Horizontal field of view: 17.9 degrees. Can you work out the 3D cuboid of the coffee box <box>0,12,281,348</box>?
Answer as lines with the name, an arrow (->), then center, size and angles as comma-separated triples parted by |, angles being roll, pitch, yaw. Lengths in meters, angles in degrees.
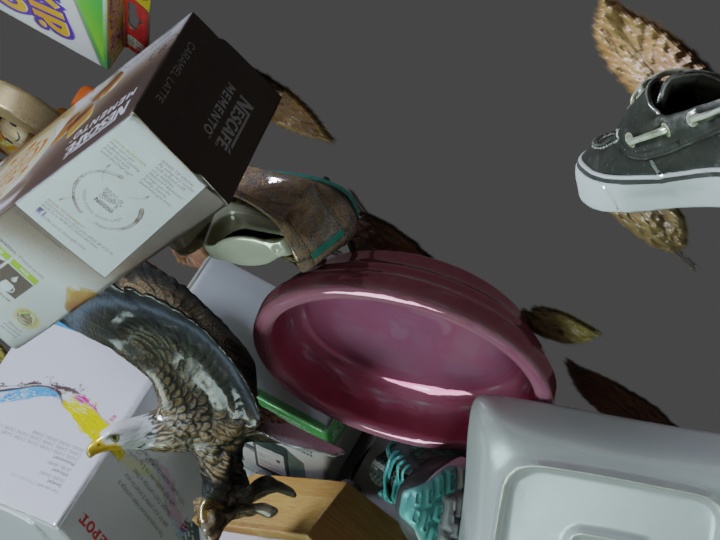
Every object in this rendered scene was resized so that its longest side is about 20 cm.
coffee box -> -0.154, -0.052, 1.373 | 0.200, 0.115, 0.080 | -32, 113, 36

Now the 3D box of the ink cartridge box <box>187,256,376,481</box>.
ink cartridge box -> -0.064, 0.092, 1.695 | 0.146, 0.084, 0.200 | 27, 158, 13

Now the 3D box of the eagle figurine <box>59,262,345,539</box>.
eagle figurine -> -0.119, 0.077, 1.514 | 0.151, 0.151, 0.201 | -10, 99, 43

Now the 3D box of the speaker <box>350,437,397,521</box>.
speaker -> 0.087, 0.189, 1.707 | 0.200, 0.081, 0.081 | 29, 157, 6

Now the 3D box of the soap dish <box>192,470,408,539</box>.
soap dish -> -0.007, 0.227, 1.690 | 0.200, 0.081, 0.157 | 40, 157, -27

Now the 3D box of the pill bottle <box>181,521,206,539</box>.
pill bottle -> -0.117, 0.206, 1.958 | 0.200, 0.114, 0.114 | 4, 145, 49

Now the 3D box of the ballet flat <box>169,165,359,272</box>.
ballet flat -> -0.090, -0.039, 1.472 | 0.200, 0.067, 0.068 | 12, 144, 45

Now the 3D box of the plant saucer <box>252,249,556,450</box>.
plant saucer -> 0.032, 0.048, 1.482 | 0.200, 0.051, 0.201 | 14, 150, 8

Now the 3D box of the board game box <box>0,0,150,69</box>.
board game box -> -0.217, -0.190, 1.389 | 0.200, 0.030, 0.096 | 27, 158, 6

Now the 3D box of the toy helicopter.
toy helicopter -> -0.237, -0.099, 1.546 | 0.132, 0.079, 0.200 | 32, 171, -17

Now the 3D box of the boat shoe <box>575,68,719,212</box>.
boat shoe -> 0.164, -0.068, 1.113 | 0.200, 0.071, 0.064 | 1, 111, 64

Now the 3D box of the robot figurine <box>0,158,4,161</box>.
robot figurine -> -0.265, -0.054, 1.654 | 0.200, 0.058, 0.145 | 36, -175, -9

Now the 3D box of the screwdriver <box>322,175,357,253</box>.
screwdriver -> 0.000, 0.000, 1.514 | 0.029, 0.028, 0.200 | 50, 169, 45

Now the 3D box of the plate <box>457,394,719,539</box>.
plate -> 0.159, 0.182, 1.480 | 0.199, 0.032, 0.200 | 10, 123, 7

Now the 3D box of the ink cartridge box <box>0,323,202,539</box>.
ink cartridge box -> -0.210, 0.138, 1.825 | 0.146, 0.200, 0.147 | 17, 153, 32

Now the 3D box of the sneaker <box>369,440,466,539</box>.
sneaker -> 0.045, 0.152, 1.585 | 0.091, 0.078, 0.200 | 13, -177, 16
